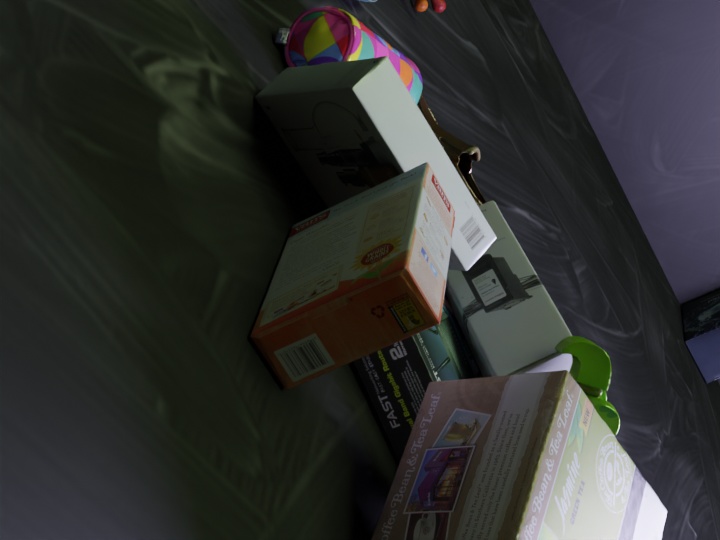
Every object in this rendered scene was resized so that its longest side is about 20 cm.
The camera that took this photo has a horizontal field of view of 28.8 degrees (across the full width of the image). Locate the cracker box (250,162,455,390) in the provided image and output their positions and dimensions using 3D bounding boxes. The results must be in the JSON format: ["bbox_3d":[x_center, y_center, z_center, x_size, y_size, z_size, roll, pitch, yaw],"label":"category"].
[{"bbox_3d":[0.000,0.000,1.107,0.058,0.134,0.200,58,20,-20],"label":"cracker box"}]

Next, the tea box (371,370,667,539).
[{"bbox_3d":[0.121,0.215,1.076,0.197,0.134,0.200,50,47,-34],"label":"tea box"}]

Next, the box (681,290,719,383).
[{"bbox_3d":[0.823,0.125,3.087,0.117,0.197,0.200,59,20,-15],"label":"box"}]

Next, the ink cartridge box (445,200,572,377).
[{"bbox_3d":[0.142,0.058,1.338,0.145,0.083,0.200,66,-1,-49],"label":"ink cartridge box"}]

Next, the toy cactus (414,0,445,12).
[{"bbox_3d":[0.075,-0.463,1.983,0.165,0.102,0.200,41,37,-30],"label":"toy cactus"}]

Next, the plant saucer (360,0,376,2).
[{"bbox_3d":[-0.038,-0.408,1.686,0.200,0.027,0.200,52,23,-34],"label":"plant saucer"}]

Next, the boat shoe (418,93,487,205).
[{"bbox_3d":[0.107,-0.129,1.651,0.202,0.075,0.075,68,19,9],"label":"boat shoe"}]

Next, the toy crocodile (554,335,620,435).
[{"bbox_3d":[0.176,0.154,1.228,0.062,0.200,0.068,14,19,-9],"label":"toy crocodile"}]

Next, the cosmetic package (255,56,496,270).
[{"bbox_3d":[0.013,-0.092,1.246,0.052,0.151,0.200,-45,117,-23],"label":"cosmetic package"}]

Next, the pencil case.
[{"bbox_3d":[-0.007,-0.206,1.436,0.200,0.088,0.088,16,52,-63],"label":"pencil case"}]

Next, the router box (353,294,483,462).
[{"bbox_3d":[0.072,0.128,1.256,0.200,0.062,0.150,65,19,-2],"label":"router box"}]
